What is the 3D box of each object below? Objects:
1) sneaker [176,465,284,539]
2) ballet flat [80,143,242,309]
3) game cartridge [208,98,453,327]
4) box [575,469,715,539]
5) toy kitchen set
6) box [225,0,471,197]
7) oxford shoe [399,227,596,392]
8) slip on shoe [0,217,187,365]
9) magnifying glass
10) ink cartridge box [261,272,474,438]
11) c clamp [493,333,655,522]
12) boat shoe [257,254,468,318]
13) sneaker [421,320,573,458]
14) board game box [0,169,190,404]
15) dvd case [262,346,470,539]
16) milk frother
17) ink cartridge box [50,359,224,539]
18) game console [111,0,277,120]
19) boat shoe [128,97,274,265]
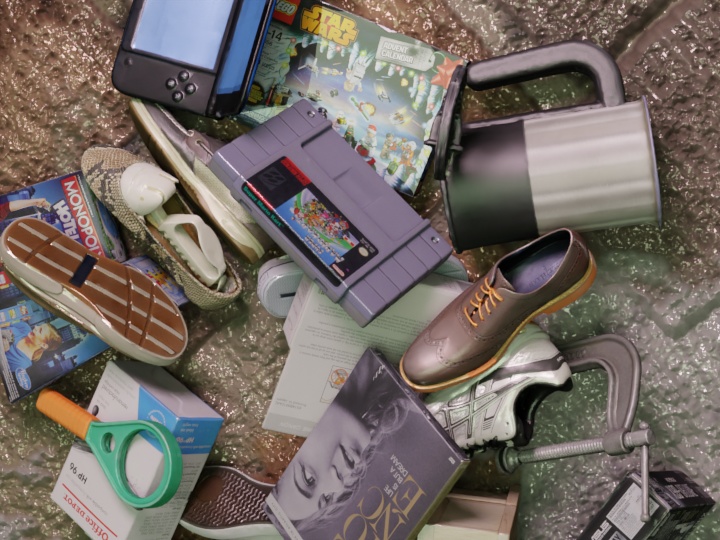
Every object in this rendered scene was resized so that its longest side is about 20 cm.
[{"bbox_3d":[-0.099,0.248,1.291,0.199,0.085,0.073,5,56,27],"label":"sneaker"},{"bbox_3d":[-0.178,-0.047,1.237,0.200,0.068,0.075,52,147,-16],"label":"ballet flat"},{"bbox_3d":[-0.025,-0.054,1.155,0.200,0.130,0.038,46,135,8],"label":"game cartridge"},{"bbox_3d":[0.227,0.273,1.192,0.050,0.158,0.200,41,104,27],"label":"box"},{"bbox_3d":[0.056,0.307,1.215,0.163,0.180,0.201,5,95,10],"label":"toy kitchen set"},{"bbox_3d":[-0.013,-0.170,1.228,0.200,0.040,0.137,23,101,6],"label":"box"},{"bbox_3d":[0.111,0.029,1.136,0.200,0.073,0.071,-39,59,1],"label":"oxford shoe"},{"bbox_3d":[-0.253,0.028,1.229,0.200,0.076,0.061,31,141,-4],"label":"slip on shoe"},{"bbox_3d":[-0.242,0.161,1.242,0.200,0.022,0.080,24,98,38],"label":"magnifying glass"},{"bbox_3d":[0.023,0.082,1.217,0.199,0.045,0.177,15,111,-19],"label":"ink cartridge box"},{"bbox_3d":[0.184,0.138,1.171,0.200,0.027,0.171,-12,60,48],"label":"c clamp"},{"bbox_3d":[0.000,0.000,1.235,0.199,0.067,0.074,0,116,-13],"label":"boat shoe"},{"bbox_3d":[0.106,0.138,1.177,0.200,0.076,0.088,-49,60,12],"label":"sneaker"},{"bbox_3d":[-0.276,0.008,1.288,0.199,0.062,0.201,-15,95,10],"label":"board game box"},{"bbox_3d":[-0.001,0.191,1.159,0.149,0.016,0.200,49,117,36],"label":"dvd case"},{"bbox_3d":[0.157,-0.102,1.124,0.188,0.200,0.181,-9,104,10],"label":"milk frother"},{"bbox_3d":[-0.228,0.203,1.283,0.116,0.068,0.200,33,104,35],"label":"ink cartridge box"},{"bbox_3d":[-0.141,-0.246,1.176,0.170,0.118,0.201,16,89,12],"label":"game console"},{"bbox_3d":[-0.145,-0.096,1.252,0.065,0.073,0.200,-38,83,-12],"label":"boat shoe"}]
